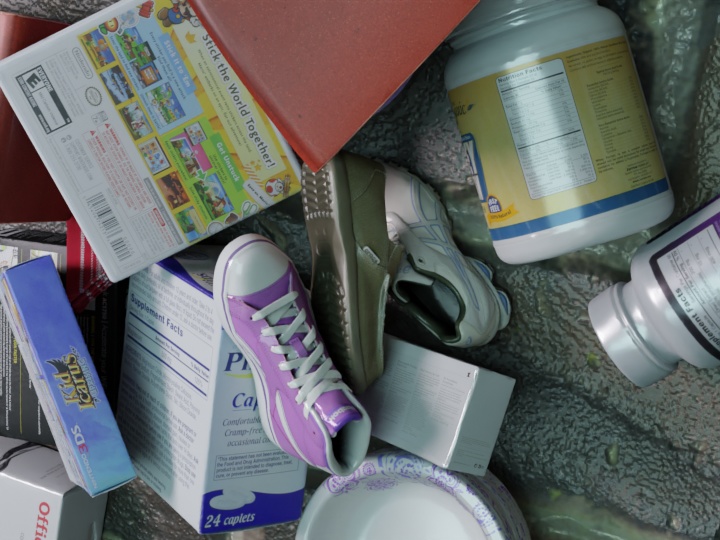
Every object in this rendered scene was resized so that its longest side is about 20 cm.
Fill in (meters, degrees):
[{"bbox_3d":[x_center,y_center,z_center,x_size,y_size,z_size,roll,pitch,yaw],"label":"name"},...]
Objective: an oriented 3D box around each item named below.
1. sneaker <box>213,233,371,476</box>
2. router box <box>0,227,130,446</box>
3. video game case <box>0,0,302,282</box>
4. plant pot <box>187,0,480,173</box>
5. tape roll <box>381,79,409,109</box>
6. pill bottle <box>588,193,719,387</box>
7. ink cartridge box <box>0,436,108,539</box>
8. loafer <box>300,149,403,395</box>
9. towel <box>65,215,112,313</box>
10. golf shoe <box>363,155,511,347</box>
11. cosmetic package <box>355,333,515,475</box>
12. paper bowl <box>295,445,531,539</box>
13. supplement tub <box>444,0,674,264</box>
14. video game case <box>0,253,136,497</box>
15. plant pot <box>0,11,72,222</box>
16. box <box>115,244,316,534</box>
[{"bbox_3d":[-0.041,0.069,1.094,0.114,0.073,0.201,26,141,54],"label":"sneaker"},{"bbox_3d":[-0.287,0.068,1.365,0.149,0.051,0.200,8,102,19],"label":"router box"},{"bbox_3d":[-0.165,-0.115,1.139,0.182,0.023,0.200,-26,109,1],"label":"video game case"},{"bbox_3d":[-0.029,-0.212,1.028,0.176,0.200,0.200,42,97,-10],"label":"plant pot"},{"bbox_3d":[-0.045,-0.215,1.163,0.200,0.066,0.201,-1,109,-3],"label":"tape roll"},{"bbox_3d":[0.278,0.005,1.088,0.200,0.111,0.112,-35,85,24],"label":"pill bottle"},{"bbox_3d":[-0.362,0.244,1.410,0.200,0.084,0.145,15,105,19],"label":"ink cartridge box"},{"bbox_3d":[0.000,0.000,1.131,0.076,0.067,0.200,19,116,61],"label":"loafer"},{"bbox_3d":[-0.186,-0.061,1.257,0.200,0.145,0.022,-36,126,16],"label":"towel"},{"bbox_3d":[0.041,-0.017,1.191,0.200,0.097,0.078,46,114,10],"label":"golf shoe"},{"bbox_3d":[0.033,0.099,1.176,0.200,0.051,0.083,18,91,49],"label":"cosmetic package"},{"bbox_3d":[0.052,0.248,1.223,0.200,0.104,0.201,1,94,23],"label":"paper bowl"},{"bbox_3d":[0.148,-0.118,1.101,0.144,0.145,0.200,-16,93,24],"label":"supplement tub"},{"bbox_3d":[-0.260,0.090,1.242,0.045,0.181,0.200,-21,93,-16],"label":"video game case"},{"bbox_3d":[-0.336,-0.138,1.250,0.200,0.200,0.177,12,97,20],"label":"plant pot"},{"bbox_3d":[-0.125,0.095,1.230,0.184,0.105,0.200,27,114,53],"label":"box"}]
